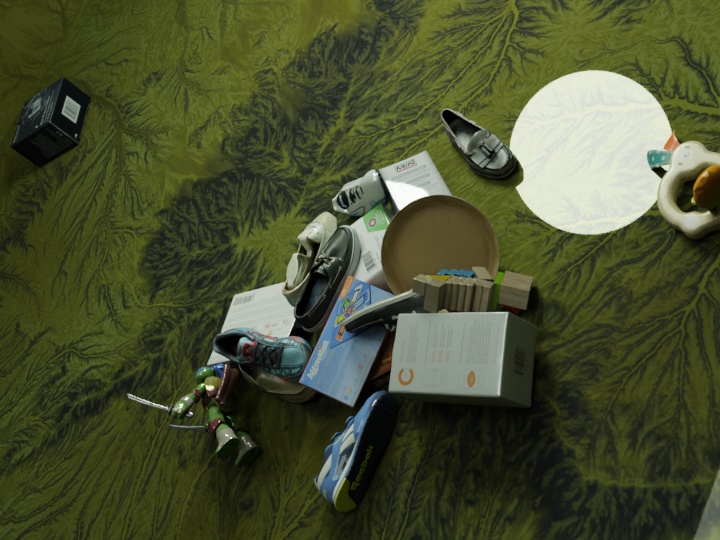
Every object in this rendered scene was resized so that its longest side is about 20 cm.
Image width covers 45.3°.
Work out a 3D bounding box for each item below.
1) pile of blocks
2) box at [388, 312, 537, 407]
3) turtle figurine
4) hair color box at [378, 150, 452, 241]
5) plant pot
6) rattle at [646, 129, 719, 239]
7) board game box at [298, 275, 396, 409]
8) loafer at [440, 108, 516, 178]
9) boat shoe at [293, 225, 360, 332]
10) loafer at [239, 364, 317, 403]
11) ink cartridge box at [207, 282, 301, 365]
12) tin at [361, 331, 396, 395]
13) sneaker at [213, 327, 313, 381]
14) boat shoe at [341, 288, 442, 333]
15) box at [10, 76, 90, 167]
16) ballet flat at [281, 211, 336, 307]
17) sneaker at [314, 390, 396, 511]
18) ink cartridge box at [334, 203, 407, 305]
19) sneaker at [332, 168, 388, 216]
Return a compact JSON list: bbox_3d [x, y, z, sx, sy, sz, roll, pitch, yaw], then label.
[{"bbox_3d":[0.175,0.038,1.353,0.082,0.198,0.063,-104,19,-64],"label":"pile of blocks"},{"bbox_3d":[0.154,0.135,1.306,0.199,0.097,0.126,-3,72,39],"label":"box"},{"bbox_3d":[-0.284,0.281,1.563,0.199,0.145,0.194,-25,49,-23],"label":"turtle figurine"},{"bbox_3d":[0.111,-0.120,1.545,0.098,0.061,0.201,-22,46,-1],"label":"hair color box"},{"bbox_3d":[0.132,-0.025,1.429,0.198,0.027,0.202,2,97,15],"label":"plant pot"},{"bbox_3d":[0.458,-0.154,1.240,0.130,0.142,0.202,-42,46,37],"label":"rattle"},{"bbox_3d":[-0.015,0.118,1.444,0.102,0.019,0.201,23,76,10],"label":"board game box"},{"bbox_3d":[0.204,-0.232,1.561,0.072,0.063,0.200,-46,42,5],"label":"loafer"},{"bbox_3d":[-0.058,0.008,1.492,0.068,0.057,0.202,11,73,32],"label":"boat shoe"},{"bbox_3d":[-0.150,0.192,1.566,0.199,0.067,0.077,-3,63,42],"label":"loafer"},{"bbox_3d":[-0.184,0.107,1.652,0.199,0.045,0.177,-14,43,33],"label":"ink cartridge box"},{"bbox_3d":[0.032,0.139,1.470,0.199,0.042,0.113,-30,50,22],"label":"tin"},{"bbox_3d":[-0.174,0.147,1.497,0.198,0.095,0.080,7,89,31],"label":"sneaker"},{"bbox_3d":[0.066,0.067,1.406,0.198,0.074,0.061,-24,91,5],"label":"boat shoe"},{"bbox_3d":[-0.967,-0.463,2.694,0.199,0.117,0.198,-22,49,29],"label":"box"},{"bbox_3d":[-0.091,-0.030,1.550,0.067,0.062,0.202,-5,59,36],"label":"ballet flat"},{"bbox_3d":[-0.012,0.279,1.383,0.082,0.074,0.201,14,70,47],"label":"sneaker"},{"bbox_3d":[0.000,0.000,1.559,0.199,0.084,0.145,-36,44,15],"label":"ink cartridge box"},{"bbox_3d":[0.000,-0.139,1.614,0.072,0.073,0.200,-21,-1,-19],"label":"sneaker"}]
